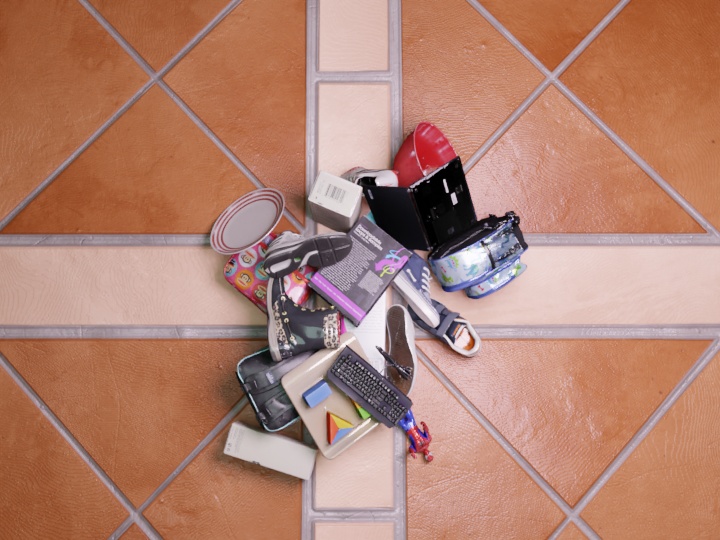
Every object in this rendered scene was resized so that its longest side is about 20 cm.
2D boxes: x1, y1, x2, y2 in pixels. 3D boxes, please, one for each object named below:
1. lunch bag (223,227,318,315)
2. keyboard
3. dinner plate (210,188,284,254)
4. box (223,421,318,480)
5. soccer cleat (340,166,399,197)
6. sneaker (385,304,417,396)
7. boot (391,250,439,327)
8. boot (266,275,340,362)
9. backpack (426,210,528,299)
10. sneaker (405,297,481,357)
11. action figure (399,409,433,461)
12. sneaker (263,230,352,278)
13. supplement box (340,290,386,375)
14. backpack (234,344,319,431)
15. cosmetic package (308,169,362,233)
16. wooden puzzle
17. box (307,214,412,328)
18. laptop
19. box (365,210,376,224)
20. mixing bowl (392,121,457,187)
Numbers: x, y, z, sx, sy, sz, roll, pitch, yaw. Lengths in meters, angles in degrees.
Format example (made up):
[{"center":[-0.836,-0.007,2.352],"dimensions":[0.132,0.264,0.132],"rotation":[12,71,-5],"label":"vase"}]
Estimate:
[{"center":[-0.194,0.003,1.520],"dimensions":[0.198,0.082,0.177],"rotation":[37,78,6],"label":"lunch bag"},{"center":[0.035,0.223,1.368],"dimensions":[0.199,0.021,0.128],"rotation":[41,79,-18],"label":"keyboard"},{"center":[-0.254,-0.108,1.509],"dimensions":[0.196,0.024,0.203],"rotation":[-18,45,18],"label":"dinner plate"},{"center":[-0.194,0.394,1.458],"dimensions":[0.195,0.082,0.070],"rotation":[17,81,4],"label":"box"},{"center":[0.003,-0.197,1.498],"dimensions":[0.084,0.197,0.071],"rotation":[-17,107,-39],"label":"soccer cleat"},{"center":[0.099,0.182,1.484],"dimensions":[0.071,0.084,0.206],"rotation":[-3,80,19],"label":"sneaker"},{"center":[0.134,0.031,1.492],"dimensions":[0.090,0.073,0.201],"rotation":[-36,60,-8],"label":"boot"},{"center":[-0.120,0.088,1.401],"dimensions":[0.150,0.074,0.208],"rotation":[-8,57,3],"label":"boot"},{"center":[0.260,-0.022,1.469],"dimensions":[0.197,0.183,0.150],"rotation":[-27,95,-6],"label":"backpack"},{"center":[0.191,0.121,1.502],"dimensions":[0.198,0.079,0.079],"rotation":[33,83,6],"label":"sneaker"},{"center":[0.104,0.335,1.462],"dimensions":[0.065,0.099,0.202],"rotation":[-33,85,-4],"label":"action figure"},{"center":[-0.117,-0.062,1.435],"dimensions":[0.195,0.116,0.077],"rotation":[-15,126,3],"label":"sneaker"},{"center":[0.006,0.142,1.485],"dimensions":[0.098,0.103,0.206],"rotation":[2,83,1],"label":"supplement box"},{"center":[-0.150,0.233,1.444],"dimensions":[0.197,0.153,0.178],"rotation":[-29,83,-6],"label":"backpack"},{"center":[-0.053,-0.145,1.478],"dimensions":[0.101,0.200,0.075],"rotation":[23,82,2],"label":"cosmetic package"},{"center":[-0.041,0.260,1.374],"dimensions":[0.183,0.046,0.203],"rotation":[-33,99,-15],"label":"wooden puzzle"},{"center":[0.000,0.000,1.444],"dimensions":[0.142,0.036,0.201],"rotation":[38,79,10],"label":"box"},{"center":[0.130,-0.143,1.431],"dimensions":[0.197,0.179,0.104],"rotation":[-31,40,-6],"label":"laptop"},{"center":[-0.009,-0.046,1.522],"dimensions":[0.049,0.082,0.202],"rotation":[35,83,5],"label":"box"},{"center":[0.144,-0.221,1.514],"dimensions":[0.107,0.198,0.205],"rotation":[-25,80,36],"label":"mixing bowl"}]
